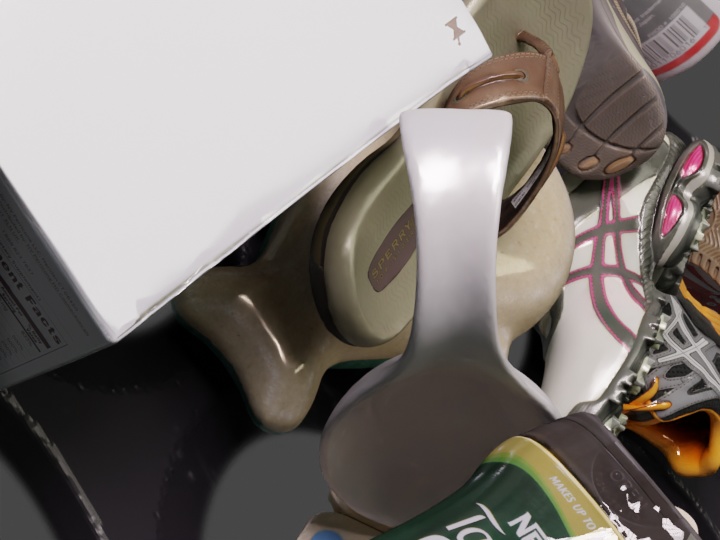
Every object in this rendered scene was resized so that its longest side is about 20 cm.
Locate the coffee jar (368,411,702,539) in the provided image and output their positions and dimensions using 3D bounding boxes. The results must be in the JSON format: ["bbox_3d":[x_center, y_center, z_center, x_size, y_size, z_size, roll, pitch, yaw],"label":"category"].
[{"bbox_3d":[0.031,0.133,0.779,0.199,0.086,0.104,-28,60,-23],"label":"coffee jar"}]

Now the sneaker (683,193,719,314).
[{"bbox_3d":[0.218,-0.005,1.203,0.112,0.199,0.072,26,90,-52],"label":"sneaker"}]

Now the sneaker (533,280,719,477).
[{"bbox_3d":[0.138,0.041,1.131,0.200,0.078,0.078,31,53,-38],"label":"sneaker"}]

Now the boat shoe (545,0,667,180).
[{"bbox_3d":[0.076,-0.136,1.001,0.073,0.074,0.201,-88,154,-63],"label":"boat shoe"}]

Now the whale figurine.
[{"bbox_3d":[0.000,0.000,0.954,0.200,0.104,0.159,-37,88,-36],"label":"whale figurine"}]

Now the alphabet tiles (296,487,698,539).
[{"bbox_3d":[0.064,0.144,0.869,0.195,0.015,0.200,24,41,10],"label":"alphabet tiles"}]

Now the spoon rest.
[{"bbox_3d":[0.032,0.035,0.819,0.061,0.099,0.201,-88,177,-47],"label":"spoon rest"}]

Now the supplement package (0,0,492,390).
[{"bbox_3d":[-0.083,-0.081,0.787,0.200,0.111,0.156,-38,100,-34],"label":"supplement package"}]

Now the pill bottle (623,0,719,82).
[{"bbox_3d":[0.123,-0.201,1.259,0.200,0.114,0.114,34,41,-39],"label":"pill bottle"}]

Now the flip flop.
[{"bbox_3d":[0.048,-0.049,0.887,0.200,0.057,0.081,-54,128,-33],"label":"flip flop"}]

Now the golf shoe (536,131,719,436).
[{"bbox_3d":[0.104,0.013,1.031,0.088,0.077,0.201,23,55,4],"label":"golf shoe"}]
